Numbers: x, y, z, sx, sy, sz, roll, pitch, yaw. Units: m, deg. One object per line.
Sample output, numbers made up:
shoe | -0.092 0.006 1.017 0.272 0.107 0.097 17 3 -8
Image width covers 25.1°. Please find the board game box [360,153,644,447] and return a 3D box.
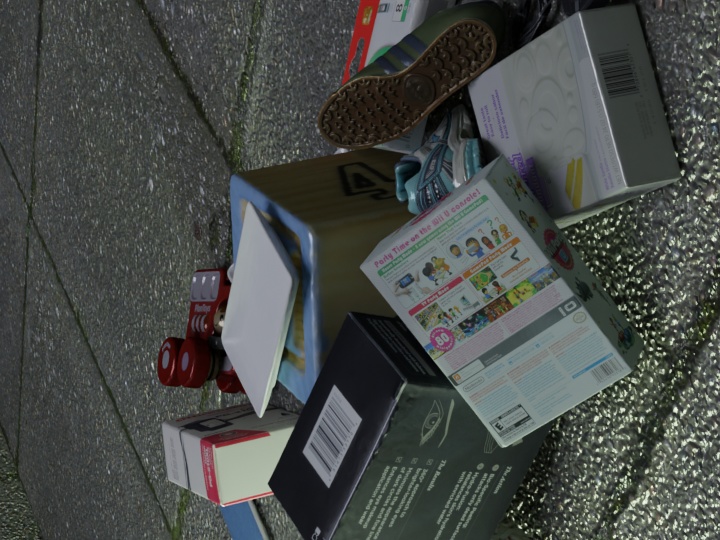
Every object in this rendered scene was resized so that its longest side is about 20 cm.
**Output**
board game box | 0.119 0.028 1.353 0.147 0.064 0.200 -34 98 31

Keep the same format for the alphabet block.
alphabet block | 0.000 0.000 1.593 0.196 0.198 0.197 37 133 54

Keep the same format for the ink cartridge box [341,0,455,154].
ink cartridge box | 0.013 -0.203 1.594 0.200 0.050 0.162 18 95 60

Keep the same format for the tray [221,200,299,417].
tray | -0.093 0.038 1.546 0.108 0.022 0.201 58 148 35

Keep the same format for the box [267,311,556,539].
box | 0.050 0.159 1.491 0.118 0.199 0.198 48 120 46

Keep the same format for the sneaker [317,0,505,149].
sneaker | 0.054 -0.181 1.465 0.199 0.090 0.067 -29 106 33

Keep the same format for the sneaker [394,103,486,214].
sneaker | 0.070 -0.099 1.472 0.200 0.086 0.078 -90 -14 -75

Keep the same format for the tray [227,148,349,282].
tray | -0.055 -0.030 1.769 0.200 0.022 0.108 -46 54 14

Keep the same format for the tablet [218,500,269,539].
tablet | -0.159 0.381 2.320 0.201 0.014 0.131 64 152 30

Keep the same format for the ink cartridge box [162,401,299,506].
ink cartridge box | -0.157 0.234 2.092 0.200 0.144 0.085 7 105 64

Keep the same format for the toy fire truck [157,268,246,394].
toy fire truck | -0.190 0.076 2.159 0.200 0.111 0.170 -5 78 64

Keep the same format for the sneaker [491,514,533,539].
sneaker | 0.143 0.266 1.583 0.085 0.072 0.201 -47 57 36

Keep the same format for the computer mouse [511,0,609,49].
computer mouse | 0.173 -0.225 1.333 0.200 0.034 0.059 153 115 -71

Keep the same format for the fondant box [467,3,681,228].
fondant box | 0.172 -0.119 1.341 0.200 0.058 0.146 -26 77 66
